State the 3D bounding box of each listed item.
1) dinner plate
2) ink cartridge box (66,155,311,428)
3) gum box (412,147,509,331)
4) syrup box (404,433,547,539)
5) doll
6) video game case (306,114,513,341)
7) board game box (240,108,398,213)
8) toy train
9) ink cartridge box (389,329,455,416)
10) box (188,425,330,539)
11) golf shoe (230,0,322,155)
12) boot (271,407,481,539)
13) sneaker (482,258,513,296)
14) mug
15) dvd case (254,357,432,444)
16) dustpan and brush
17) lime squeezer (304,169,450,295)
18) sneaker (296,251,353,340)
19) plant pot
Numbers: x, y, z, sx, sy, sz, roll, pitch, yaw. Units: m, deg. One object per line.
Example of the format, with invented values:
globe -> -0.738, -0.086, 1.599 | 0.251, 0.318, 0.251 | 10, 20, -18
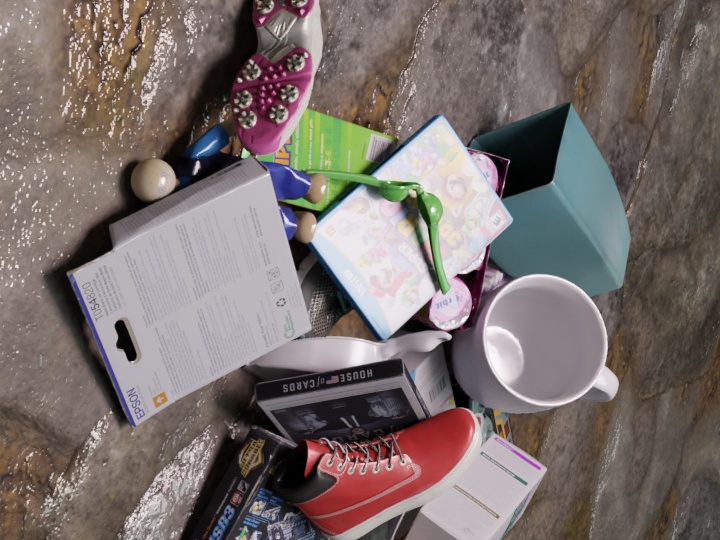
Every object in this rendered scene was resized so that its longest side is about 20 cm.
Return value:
dinner plate -> 0.077, 0.242, 1.543 | 0.200, 0.024, 0.200 | -49, 159, -26
ink cartridge box -> -0.154, 0.021, 1.246 | 0.200, 0.041, 0.200 | -28, 133, -18
gum box -> 0.086, -0.037, 1.523 | 0.066, 0.113, 0.200 | 10, 93, -33
syrup box -> 0.130, 0.274, 1.567 | 0.200, 0.081, 0.079 | -33, 152, -53
doll -> -0.125, -0.076, 1.267 | 0.200, 0.048, 0.137 | 5, 104, -41
video game case -> 0.051, -0.045, 1.420 | 0.200, 0.018, 0.143 | -42, 109, -18
board game box -> -0.046, -0.109, 1.380 | 0.200, 0.030, 0.096 | 13, 91, -47
toy train -> 0.140, 0.182, 1.724 | 0.114, 0.085, 0.200 | -55, 139, -48
ink cartridge box -> 0.055, 0.185, 1.610 | 0.115, 0.068, 0.200 | -42, 133, -36
box -> -0.091, 0.279, 1.430 | 0.200, 0.050, 0.199 | 33, 83, -53
golf shoe -> -0.067, -0.182, 1.279 | 0.092, 0.075, 0.200 | 65, 31, -57
boot -> 0.016, 0.183, 1.364 | 0.200, 0.072, 0.144 | -34, 138, 5
sneaker -> 0.143, 0.019, 1.673 | 0.200, 0.080, 0.089 | -33, 135, -46
mug -> 0.201, 0.102, 1.576 | 0.200, 0.175, 0.148 | 24, 73, -10
dvd case -> -0.009, 0.148, 1.412 | 0.200, 0.150, 0.025 | 63, 18, -60
dustpan and brush -> 0.000, 0.091, 1.401 | 0.140, 0.200, 0.057 | 36, 57, -52
lime squeezer -> 0.037, -0.063, 1.390 | 0.200, 0.038, 0.071 | 39, 107, -22
sneaker -> 0.000, 0.000, 1.448 | 0.200, 0.091, 0.078 | -55, 139, -27
plant pot -> 0.227, -0.062, 1.624 | 0.200, 0.141, 0.141 | 49, 41, -30
